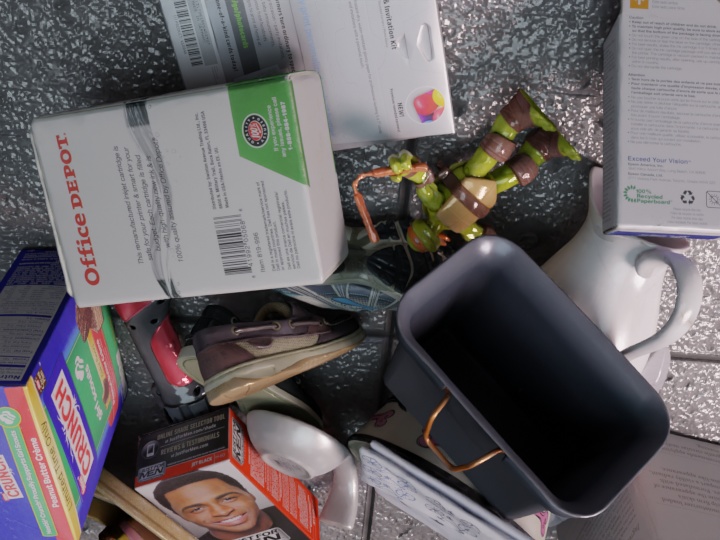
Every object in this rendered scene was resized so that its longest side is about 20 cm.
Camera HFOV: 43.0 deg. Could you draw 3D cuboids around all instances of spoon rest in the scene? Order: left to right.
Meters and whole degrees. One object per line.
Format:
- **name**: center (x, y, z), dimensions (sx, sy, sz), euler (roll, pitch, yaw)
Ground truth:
- **spoon rest**: center (-0.045, 0.182, 0.880), dimensions (0.099, 0.061, 0.200), euler (9, 147, 25)

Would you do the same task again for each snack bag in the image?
- **snack bag**: center (0.082, 0.222, 0.803), dimensions (0.188, 0.021, 0.200), euler (30, 161, 13)

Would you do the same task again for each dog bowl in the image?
- **dog bowl**: center (0.090, 0.181, 0.836), dimensions (0.200, 0.200, 0.074), euler (42, 70, -21)

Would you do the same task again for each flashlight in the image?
- **flashlight**: center (-0.173, 0.060, 0.830), dimensions (0.068, 0.068, 0.200), euler (-36, 126, -24)

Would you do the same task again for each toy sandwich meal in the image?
- **toy sandwich meal**: center (-0.231, 0.255, 0.890), dimensions (0.205, 0.205, 0.070), euler (46, 69, -23)

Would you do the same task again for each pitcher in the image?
- **pitcher**: center (0.196, 0.042, 0.742), dimensions (0.121, 0.172, 0.200), euler (13, 121, -13)

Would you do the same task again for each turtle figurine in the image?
- **turtle figurine**: center (0.096, -0.060, 0.738), dimensions (0.161, 0.064, 0.200), euler (-41, 125, 14)

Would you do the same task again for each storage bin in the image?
- **storage bin**: center (0.103, 0.102, 0.696), dimensions (0.200, 0.145, 0.134), euler (47, 152, 12)

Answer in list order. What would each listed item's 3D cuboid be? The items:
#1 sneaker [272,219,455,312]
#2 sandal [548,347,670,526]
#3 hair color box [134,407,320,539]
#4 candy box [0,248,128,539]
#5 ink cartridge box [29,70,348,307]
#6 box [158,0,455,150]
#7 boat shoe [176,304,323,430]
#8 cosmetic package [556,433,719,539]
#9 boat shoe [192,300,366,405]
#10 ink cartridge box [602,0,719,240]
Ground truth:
- **sneaker**: center (0.000, 0.000, 0.792), dimensions (0.200, 0.078, 0.086), euler (15, 151, -17)
- **sandal**: center (0.213, 0.147, 0.860), dimensions (0.079, 0.059, 0.207), euler (9, 115, -53)
- **hair color box**: center (-0.125, 0.220, 0.897), dimensions (0.101, 0.061, 0.200), euler (-19, 135, 14)
- **candy box**: center (-0.266, 0.101, 0.775), dimensions (0.077, 0.200, 0.169), euler (-2, 122, 3)
- **ink cartridge box**: center (-0.122, -0.060, 0.673), dimensions (0.199, 0.083, 0.147), euler (-5, 104, 14)
- **box**: center (-0.037, -0.166, 0.696), dimensions (0.199, 0.041, 0.156), euler (-8, 122, 8)
- **boat shoe**: center (-0.091, 0.093, 0.842), dimensions (0.074, 0.066, 0.199), euler (-11, 146, 33)
- **cosmetic package**: center (0.306, 0.284, 0.872), dimensions (0.164, 0.200, 0.165), euler (15, 121, -7)
- **boat shoe**: center (-0.064, 0.057, 0.766), dimensions (0.072, 0.200, 0.065), euler (-26, 85, 34)
- **ink cartridge box**: center (0.276, -0.121, 0.663), dimensions (0.196, 0.043, 0.201), euler (3, 84, -3)
